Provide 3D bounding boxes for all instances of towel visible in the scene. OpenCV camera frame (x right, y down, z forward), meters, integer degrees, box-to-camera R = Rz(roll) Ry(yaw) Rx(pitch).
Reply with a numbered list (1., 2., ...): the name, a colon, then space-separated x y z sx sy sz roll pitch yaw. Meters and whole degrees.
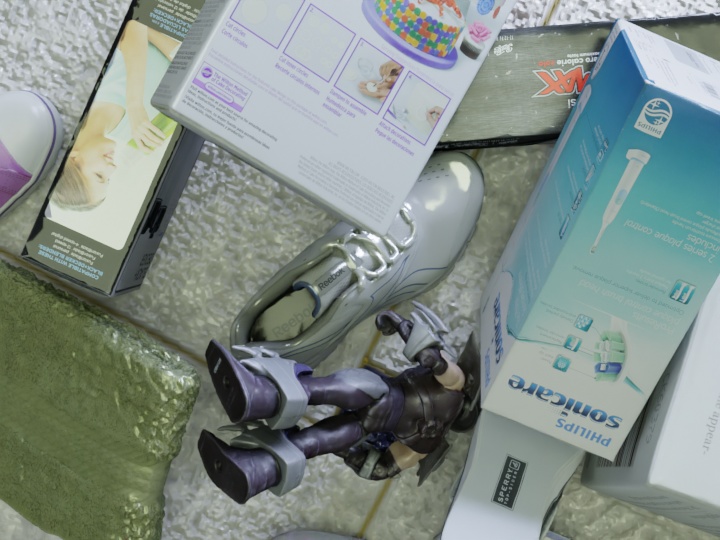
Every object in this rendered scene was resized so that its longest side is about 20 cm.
1. towel: -0.190 0.082 0.782 0.199 0.036 0.149 25 108 25

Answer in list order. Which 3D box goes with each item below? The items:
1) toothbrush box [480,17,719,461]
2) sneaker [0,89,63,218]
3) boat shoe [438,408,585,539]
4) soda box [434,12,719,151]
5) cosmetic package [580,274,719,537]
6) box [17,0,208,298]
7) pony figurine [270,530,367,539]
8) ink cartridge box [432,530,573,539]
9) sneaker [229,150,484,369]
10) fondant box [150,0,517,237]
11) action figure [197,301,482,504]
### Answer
1. toothbrush box: 0.142 -0.021 0.715 0.085 0.147 0.201 23 112 -5
2. sneaker: -0.279 -0.048 0.781 0.200 0.114 0.073 -33 89 0
3. boat shoe: 0.090 0.134 0.771 0.071 0.200 0.068 24 135 5
4. soda box: 0.132 -0.117 0.799 0.199 0.063 0.071 -4 91 2
5. cosmetic package: 0.259 0.081 0.740 0.199 0.165 0.166 20 81 -1
6. box: -0.130 -0.087 0.778 0.060 0.117 0.201 24 90 -2
7. pony figurine: -0.068 0.231 0.764 0.192 0.200 0.167 22 85 -15
8. ink cartridge box: 0.068 0.248 0.820 0.099 0.039 0.201 24 93 0
9. sneaker: 0.000 0.000 0.791 0.200 0.087 0.075 -43 84 0
10. fondant box: -0.005 -0.141 0.716 0.144 0.058 0.201 30 89 -22
11. action figure: 0.002 0.081 0.771 0.199 0.069 0.131 -1 118 -37
